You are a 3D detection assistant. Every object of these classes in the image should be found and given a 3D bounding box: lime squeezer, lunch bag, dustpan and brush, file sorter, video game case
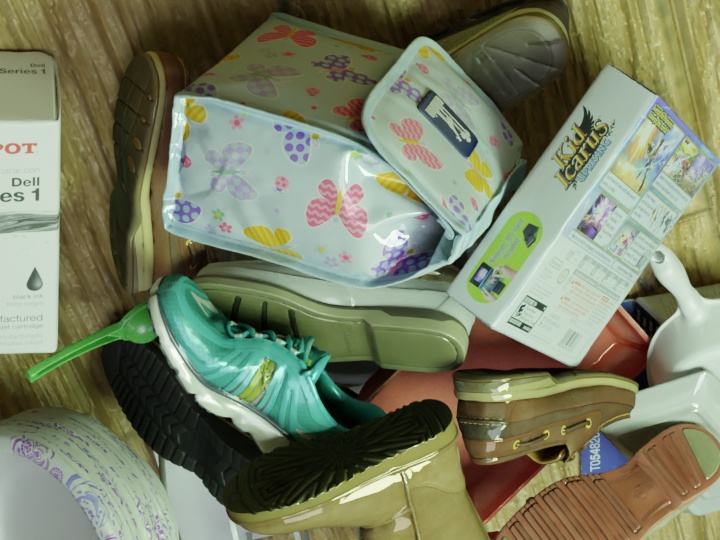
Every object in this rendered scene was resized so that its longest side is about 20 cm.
[{"bbox_3d":[-0.139,0.051,1.529,0.200,0.071,0.038,1,160,-11],"label":"lime squeezer"},{"bbox_3d":[-0.003,-0.078,1.374,0.200,0.170,0.127,19,120,13],"label":"lunch bag"},{"bbox_3d":[0.260,0.048,1.595,0.139,0.057,0.200,-21,141,22],"label":"dustpan and brush"},{"bbox_3d":[-0.049,0.186,1.653,0.200,0.125,0.139,-13,130,-1],"label":"file sorter"},{"bbox_3d":[0.154,-0.031,1.436,0.181,0.045,0.200,-54,157,4],"label":"video game case"}]

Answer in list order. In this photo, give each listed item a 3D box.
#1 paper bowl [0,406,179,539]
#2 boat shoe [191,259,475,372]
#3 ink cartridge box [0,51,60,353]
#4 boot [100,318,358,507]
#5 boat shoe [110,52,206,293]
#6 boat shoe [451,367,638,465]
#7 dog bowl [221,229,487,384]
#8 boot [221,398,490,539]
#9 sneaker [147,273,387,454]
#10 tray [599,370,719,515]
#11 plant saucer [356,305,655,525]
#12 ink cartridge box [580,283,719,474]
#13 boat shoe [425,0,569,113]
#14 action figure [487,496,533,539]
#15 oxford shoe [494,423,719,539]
[{"bbox_3d":[-0.213,0.197,1.556,0.104,0.201,0.201,-24,148,-52],"label":"paper bowl"},{"bbox_3d":[-0.019,0.020,1.488,0.200,0.068,0.075,11,143,7],"label":"boat shoe"},{"bbox_3d":[-0.278,-0.044,1.454,0.146,0.084,0.200,-2,128,-10],"label":"ink cartridge box"},{"bbox_3d":[-0.084,0.096,1.585,0.138,0.200,0.078,-25,151,-40],"label":"boot"},{"bbox_3d":[-0.131,-0.070,1.468,0.067,0.072,0.200,-8,136,-18],"label":"boat shoe"},{"bbox_3d":[0.131,0.103,1.516,0.072,0.068,0.200,1,179,37],"label":"boat shoe"},{"bbox_3d":[0.000,0.000,1.558,0.200,0.059,0.200,-5,128,-7],"label":"dog bowl"},{"bbox_3d":[0.012,0.204,1.467,0.175,0.066,0.200,-18,120,-5],"label":"boot"},{"bbox_3d":[-0.062,0.065,1.457,0.080,0.078,0.200,-36,116,28],"label":"sneaker"},{"bbox_3d":[0.260,0.142,1.656,0.107,0.022,0.200,-19,143,24],"label":"tray"},{"bbox_3d":[0.102,0.075,1.579,0.200,0.037,0.200,-45,137,1],"label":"plant saucer"},{"bbox_3d":[0.274,0.096,1.695,0.200,0.041,0.200,-9,129,-3],"label":"ink cartridge box"},{"bbox_3d":[0.062,-0.128,1.462,0.200,0.065,0.073,-21,110,30],"label":"boat shoe"},{"bbox_3d":[0.056,0.230,1.567,0.193,0.105,0.200,-15,130,-22],"label":"action figure"},{"bbox_3d":[0.181,0.185,1.575,0.200,0.071,0.074,-22,157,-22],"label":"oxford shoe"}]
